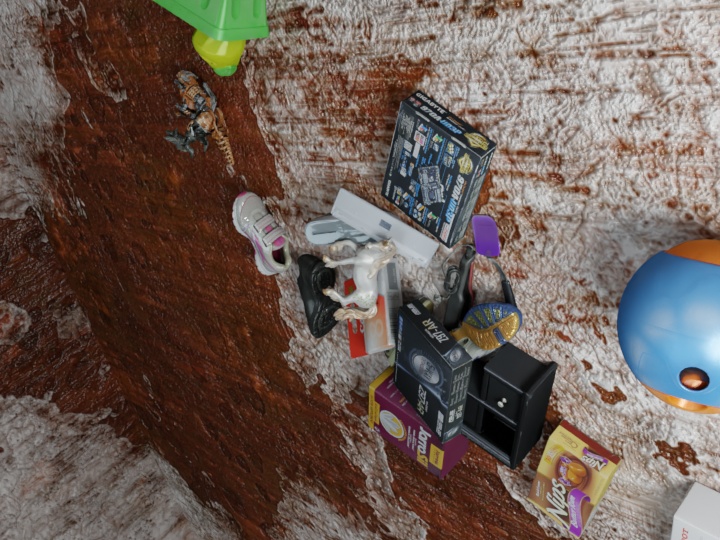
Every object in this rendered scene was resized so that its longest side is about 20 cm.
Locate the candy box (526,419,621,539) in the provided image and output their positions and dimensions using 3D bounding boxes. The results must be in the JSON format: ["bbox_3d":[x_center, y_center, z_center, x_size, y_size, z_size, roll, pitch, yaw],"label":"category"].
[{"bbox_3d":[0.368,0.366,1.381,0.116,0.056,0.203,34,140,27],"label":"candy box"}]

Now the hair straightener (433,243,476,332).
[{"bbox_3d":[0.161,0.035,1.322,0.041,0.076,0.203,45,147,32],"label":"hair straightener"}]

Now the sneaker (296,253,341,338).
[{"bbox_3d":[-0.094,0.051,1.672,0.090,0.075,0.204,35,136,41],"label":"sneaker"}]

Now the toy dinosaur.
[{"bbox_3d":[-0.327,-0.305,1.622,0.135,0.101,0.204,-33,71,40],"label":"toy dinosaur"}]

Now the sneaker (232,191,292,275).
[{"bbox_3d":[-0.198,-0.079,1.673,0.087,0.081,0.203,7,133,46],"label":"sneaker"}]

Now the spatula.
[{"bbox_3d":[0.224,0.006,1.270,0.056,0.020,0.203,6,125,55],"label":"spatula"}]

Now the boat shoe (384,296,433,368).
[{"bbox_3d":[0.079,0.110,1.495,0.066,0.071,0.202,42,144,17],"label":"boat shoe"}]

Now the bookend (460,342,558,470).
[{"bbox_3d":[0.225,0.207,1.383,0.197,0.092,0.203,32,140,30],"label":"bookend"}]

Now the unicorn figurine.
[{"bbox_3d":[0.000,0.000,1.402,0.134,0.074,0.203,7,129,16],"label":"unicorn figurine"}]

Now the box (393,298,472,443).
[{"bbox_3d":[0.121,0.175,1.367,0.161,0.043,0.203,49,150,38],"label":"box"}]

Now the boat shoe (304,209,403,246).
[{"bbox_3d":[-0.006,-0.087,1.435,0.196,0.067,0.075,3,119,24],"label":"boat shoe"}]

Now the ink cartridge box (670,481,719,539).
[{"bbox_3d":[0.566,0.429,1.167,0.197,0.086,0.149,21,134,37],"label":"ink cartridge box"}]

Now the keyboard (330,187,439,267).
[{"bbox_3d":[0.041,-0.074,1.376,0.197,0.011,0.057,30,119,4],"label":"keyboard"}]

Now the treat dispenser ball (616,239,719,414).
[{"bbox_3d":[0.407,0.066,0.938,0.199,0.200,0.204,31,140,30],"label":"treat dispenser ball"}]

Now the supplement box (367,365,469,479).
[{"bbox_3d":[0.117,0.295,1.584,0.198,0.103,0.133,30,139,30],"label":"supplement box"}]

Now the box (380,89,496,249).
[{"bbox_3d":[0.116,-0.155,1.241,0.158,0.046,0.202,39,143,22],"label":"box"}]

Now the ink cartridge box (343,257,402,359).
[{"bbox_3d":[0.009,0.075,1.509,0.199,0.049,0.166,-22,70,53],"label":"ink cartridge box"}]

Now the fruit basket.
[{"bbox_3d":[-0.262,-0.436,1.387,0.212,0.154,0.221,15,114,35],"label":"fruit basket"}]

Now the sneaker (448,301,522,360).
[{"bbox_3d":[0.211,0.097,1.317,0.200,0.087,0.077,-39,71,52],"label":"sneaker"}]
